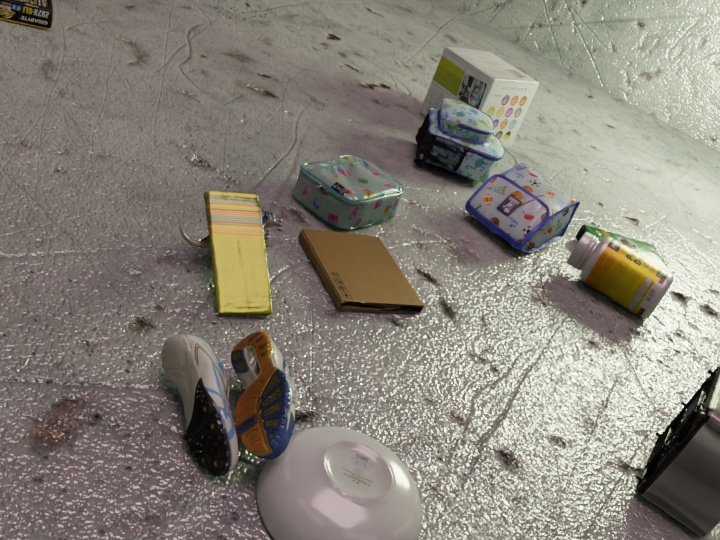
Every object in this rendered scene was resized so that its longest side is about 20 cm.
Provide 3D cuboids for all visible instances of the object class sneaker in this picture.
[{"bbox_3d":[-0.177,0.152,0.940,0.072,0.072,0.200,15,33,-41],"label":"sneaker"},{"bbox_3d":[-0.101,0.158,0.960,0.088,0.075,0.200,57,9,-33],"label":"sneaker"}]

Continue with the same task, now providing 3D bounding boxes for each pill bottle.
[{"bbox_3d":[0.534,0.004,1.651,0.199,0.110,0.109,34,31,16],"label":"pill bottle"}]

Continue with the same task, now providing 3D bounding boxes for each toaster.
[{"bbox_3d":[0.499,0.258,1.147,0.118,0.182,0.200,36,31,17],"label":"toaster"}]

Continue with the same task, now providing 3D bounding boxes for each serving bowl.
[{"bbox_3d":[-0.014,0.247,0.907,0.199,0.066,0.200,19,29,-11],"label":"serving bowl"}]

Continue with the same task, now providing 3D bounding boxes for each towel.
[{"bbox_3d":[-0.183,-0.027,1.186,0.086,0.018,0.201,2,65,-27],"label":"towel"}]

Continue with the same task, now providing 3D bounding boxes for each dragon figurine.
[{"bbox_3d":[-0.208,-0.059,1.262,0.199,0.059,0.100,2,36,-34],"label":"dragon figurine"}]

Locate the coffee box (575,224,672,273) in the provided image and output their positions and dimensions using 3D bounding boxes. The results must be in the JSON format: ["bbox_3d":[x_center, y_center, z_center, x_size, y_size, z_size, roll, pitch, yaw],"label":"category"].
[{"bbox_3d":[0.605,-0.035,1.833,0.199,0.044,0.123,14,32,-17],"label":"coffee box"}]

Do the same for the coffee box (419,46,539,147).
[{"bbox_3d":[0.318,-0.465,2.157,0.199,0.199,0.200,-8,40,-41],"label":"coffee box"}]

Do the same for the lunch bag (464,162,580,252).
[{"bbox_3d":[0.346,-0.131,1.727,0.199,0.124,0.170,-26,55,-37],"label":"lunch bag"}]

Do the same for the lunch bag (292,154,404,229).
[{"bbox_3d":[-0.026,-0.156,1.533,0.160,0.077,0.199,40,33,25],"label":"lunch bag"}]

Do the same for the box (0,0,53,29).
[{"bbox_3d":[-0.760,-0.601,1.740,0.159,0.050,0.200,3,36,-28],"label":"box"}]

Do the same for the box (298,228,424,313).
[{"bbox_3d":[0.000,0.000,1.357,0.163,0.021,0.200,5,35,-31],"label":"box"}]

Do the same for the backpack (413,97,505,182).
[{"bbox_3d":[0.245,-0.307,1.905,0.199,0.147,0.183,23,32,-8],"label":"backpack"}]
